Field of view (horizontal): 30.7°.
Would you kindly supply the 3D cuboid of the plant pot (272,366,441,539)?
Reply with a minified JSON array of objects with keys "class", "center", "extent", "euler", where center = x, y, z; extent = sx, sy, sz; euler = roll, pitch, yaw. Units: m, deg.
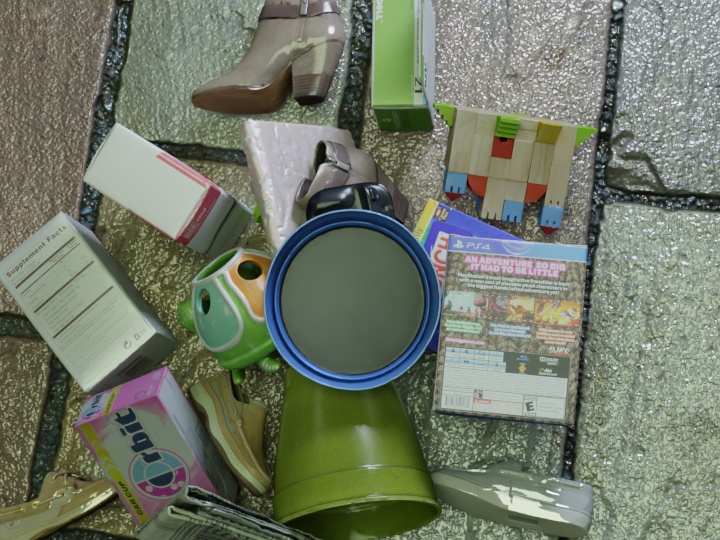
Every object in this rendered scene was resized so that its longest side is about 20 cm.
[{"class":"plant pot","center":[-0.016,0.203,1.541],"extent":[0.198,0.201,0.195],"euler":[-10,66,6]}]

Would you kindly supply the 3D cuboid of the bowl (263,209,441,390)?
[{"class":"bowl","center":[-0.009,0.033,1.472],"extent":[0.198,0.039,0.203],"euler":[0,87,1]}]

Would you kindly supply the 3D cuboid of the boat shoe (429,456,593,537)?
[{"class":"boat shoe","center":[0.179,0.258,1.556],"extent":[0.198,0.072,0.069],"euler":[10,60,16]}]

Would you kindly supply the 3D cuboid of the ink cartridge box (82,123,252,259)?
[{"class":"ink cartridge box","center":[-0.231,-0.091,1.606],"extent":[0.145,0.200,0.085],"euler":[32,91,12]}]

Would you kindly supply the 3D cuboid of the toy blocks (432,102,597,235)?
[{"class":"toy blocks","center":[0.178,-0.122,1.611],"extent":[0.198,0.100,0.138],"euler":[8,102,-5]}]

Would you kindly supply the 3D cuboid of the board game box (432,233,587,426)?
[{"class":"board game box","center":[0.171,0.070,1.496],"extent":[0.158,0.097,0.202],"euler":[5,83,8]}]

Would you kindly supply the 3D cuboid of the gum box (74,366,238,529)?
[{"class":"gum box","center":[-0.237,0.227,1.565],"extent":[0.113,0.066,0.201],"euler":[-21,114,14]}]

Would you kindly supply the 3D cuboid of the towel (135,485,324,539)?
[{"class":"towel","center":[-0.148,0.314,1.500],"extent":[0.191,0.200,0.035],"euler":[25,58,-13]}]

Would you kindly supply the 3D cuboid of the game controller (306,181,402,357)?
[{"class":"game controller","center":[0.000,0.000,1.514],"extent":[0.103,0.042,0.202],"euler":[-10,86,0]}]

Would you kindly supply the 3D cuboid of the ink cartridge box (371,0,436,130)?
[{"class":"ink cartridge box","center":[0.048,-0.270,1.598],"extent":[0.075,0.200,0.150],"euler":[0,79,8]}]

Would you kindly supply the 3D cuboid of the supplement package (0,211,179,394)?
[{"class":"supplement package","center":[-0.341,0.046,1.639],"extent":[0.117,0.117,0.200],"euler":[-40,77,0]}]

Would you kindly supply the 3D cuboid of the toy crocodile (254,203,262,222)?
[{"class":"toy crocodile","center":[-0.065,-0.013,1.639],"extent":[0.201,0.067,0.062],"euler":[53,126,12]}]

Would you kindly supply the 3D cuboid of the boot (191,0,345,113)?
[{"class":"boot","center":[-0.117,-0.284,1.692],"extent":[0.198,0.070,0.148],"euler":[-1,73,7]}]

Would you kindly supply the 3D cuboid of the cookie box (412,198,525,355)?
[{"class":"cookie box","center":[0.139,0.032,1.595],"extent":[0.198,0.075,0.173],"euler":[24,85,12]}]

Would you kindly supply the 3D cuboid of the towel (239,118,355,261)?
[{"class":"towel","center":[-0.056,-0.083,1.599],"extent":[0.032,0.190,0.202],"euler":[-25,75,38]}]

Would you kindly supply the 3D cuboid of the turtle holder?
[{"class":"turtle holder","center":[-0.141,0.043,1.597],"extent":[0.141,0.185,0.132],"euler":[-41,106,-11]}]

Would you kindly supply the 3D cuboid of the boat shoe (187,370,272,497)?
[{"class":"boat shoe","center":[-0.143,0.184,1.573],"extent":[0.076,0.072,0.200],"euler":[-34,45,-5]}]

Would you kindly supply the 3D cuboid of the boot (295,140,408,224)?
[{"class":"boot","center":[-0.013,-0.055,1.566],"extent":[0.070,0.146,0.202],"euler":[-31,40,43]}]

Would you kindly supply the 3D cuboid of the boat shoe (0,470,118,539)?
[{"class":"boat shoe","center":[-0.374,0.282,1.624],"extent":[0.199,0.074,0.070],"euler":[-28,83,3]}]
